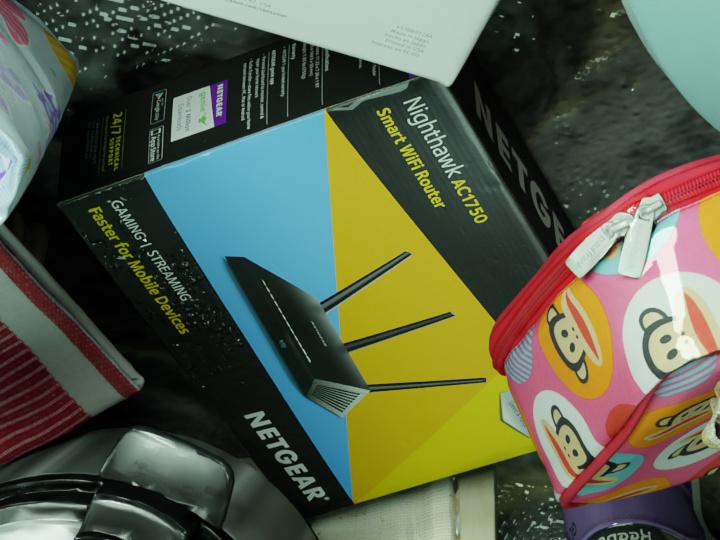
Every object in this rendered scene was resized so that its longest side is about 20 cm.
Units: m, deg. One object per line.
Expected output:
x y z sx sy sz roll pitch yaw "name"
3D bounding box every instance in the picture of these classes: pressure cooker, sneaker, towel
-0.097 0.154 0.988 0.178 0.200 0.177 -21 92 7 "pressure cooker"
0.127 0.150 1.158 0.075 0.088 0.200 -15 136 17 "sneaker"
-0.198 0.043 0.997 0.199 0.023 0.144 -25 131 17 "towel"

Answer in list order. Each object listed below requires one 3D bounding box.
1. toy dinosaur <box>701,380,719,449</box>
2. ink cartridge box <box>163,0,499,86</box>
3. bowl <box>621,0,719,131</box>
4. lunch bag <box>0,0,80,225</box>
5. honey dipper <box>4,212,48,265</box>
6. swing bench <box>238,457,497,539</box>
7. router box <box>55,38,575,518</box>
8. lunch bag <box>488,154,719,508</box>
0.196 0.014 0.857 0.199 0.059 0.101 -3 159 -27 "toy dinosaur"
-0.030 -0.166 0.813 0.199 0.084 0.176 15 135 -17 "ink cartridge box"
0.146 -0.109 0.816 0.200 0.202 0.105 35 147 -32 "bowl"
-0.198 -0.066 0.829 0.200 0.170 0.127 38 101 -11 "lunch bag"
-0.208 -0.037 0.994 0.199 0.038 0.038 23 133 -21 "honey dipper"
-0.031 0.178 1.161 0.197 0.130 0.201 -5 139 8 "swing bench"
0.000 0.000 1.019 0.148 0.051 0.200 -18 135 17 "router box"
0.153 0.001 0.925 0.199 0.082 0.176 -19 164 -21 "lunch bag"
